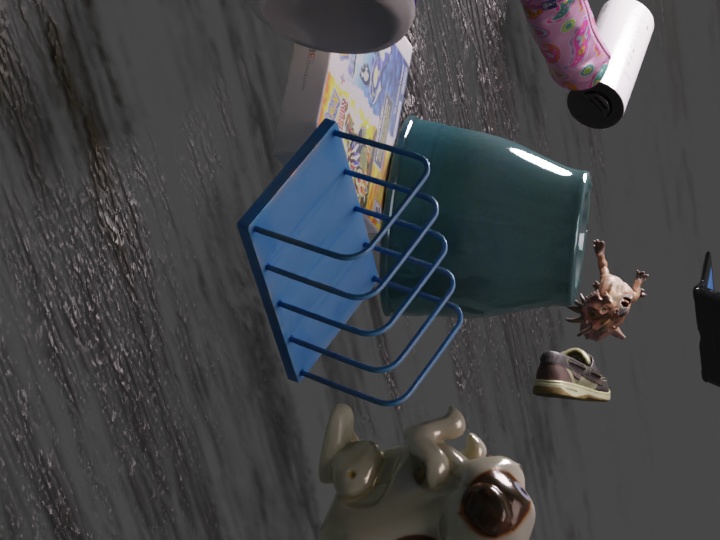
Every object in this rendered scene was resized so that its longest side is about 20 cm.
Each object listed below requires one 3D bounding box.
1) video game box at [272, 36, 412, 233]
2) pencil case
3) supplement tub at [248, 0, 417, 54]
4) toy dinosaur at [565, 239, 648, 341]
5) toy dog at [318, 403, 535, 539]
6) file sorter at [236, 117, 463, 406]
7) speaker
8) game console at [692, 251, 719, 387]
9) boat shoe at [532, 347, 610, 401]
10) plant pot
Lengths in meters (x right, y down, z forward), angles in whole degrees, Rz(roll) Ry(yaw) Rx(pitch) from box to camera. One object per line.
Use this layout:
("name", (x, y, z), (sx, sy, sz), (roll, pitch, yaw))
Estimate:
("video game box", (-0.013, -0.161, 1.796), (0.182, 0.046, 0.201), (43, 53, -59))
("pencil case", (0.251, -0.304, 2.391), (0.200, 0.087, 0.088), (57, 41, -56))
("supplement tub", (-0.010, -0.302, 1.656), (0.145, 0.144, 0.201), (51, 46, -59))
("toy dinosaur", (0.327, 0.057, 2.626), (0.200, 0.085, 0.136), (88, 26, -58))
("toy dog", (0.065, 0.218, 1.819), (0.140, 0.199, 0.195), (68, 32, -44))
("file sorter", (0.000, 0.000, 1.685), (0.139, 0.122, 0.201), (-51, 145, -30))
("speaker", (0.336, -0.279, 2.609), (0.201, 0.081, 0.082), (-66, 149, -44))
("game console", (0.643, 0.095, 3.373), (0.116, 0.175, 0.201), (-33, 127, -29))
("boat shoe", (0.279, 0.134, 2.518), (0.201, 0.071, 0.067), (7, 90, -64))
("plant pot", (0.128, -0.042, 1.915), (0.200, 0.186, 0.202), (7, 90, -80))
